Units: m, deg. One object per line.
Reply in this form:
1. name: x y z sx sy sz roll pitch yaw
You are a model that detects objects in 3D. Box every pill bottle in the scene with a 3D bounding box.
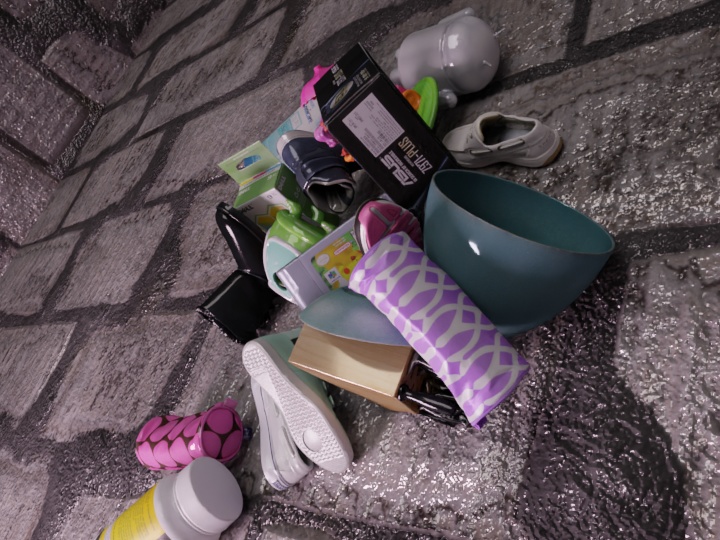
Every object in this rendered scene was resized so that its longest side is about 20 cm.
1. pill bottle: -0.260 0.349 0.854 0.200 0.114 0.115 -42 37 13

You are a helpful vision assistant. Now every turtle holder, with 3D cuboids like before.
1. turtle holder: -0.060 -0.011 0.952 0.133 0.184 0.141 -62 1 8

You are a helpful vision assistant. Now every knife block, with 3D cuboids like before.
1. knife block: 0.032 0.109 0.705 0.065 0.198 0.175 -66 10 -18

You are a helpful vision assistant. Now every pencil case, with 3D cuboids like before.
1. pencil case: 0.070 0.053 0.613 0.200 0.084 0.086 48 122 16
2. pencil case: -0.259 0.251 0.960 0.198 0.090 0.095 -18 56 39

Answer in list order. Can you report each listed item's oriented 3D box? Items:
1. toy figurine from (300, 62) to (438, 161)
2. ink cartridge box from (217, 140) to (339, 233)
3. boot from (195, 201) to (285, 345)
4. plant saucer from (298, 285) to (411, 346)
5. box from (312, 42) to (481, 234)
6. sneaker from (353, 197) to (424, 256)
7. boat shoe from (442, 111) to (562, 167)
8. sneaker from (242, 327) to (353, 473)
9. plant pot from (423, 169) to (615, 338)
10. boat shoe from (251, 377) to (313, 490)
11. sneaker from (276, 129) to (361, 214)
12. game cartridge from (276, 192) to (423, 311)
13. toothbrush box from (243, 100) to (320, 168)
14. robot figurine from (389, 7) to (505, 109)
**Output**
1. toy figurine: -0.003 -0.220 0.935 0.150 0.182 0.203 164 120 -67
2. ink cartridge box: -0.137 -0.109 1.039 0.103 0.200 0.060 -18 44 35
3. boot: -0.199 0.012 1.015 0.163 0.198 0.073 -51 33 -11
4. plant saucer: 0.028 0.046 0.743 0.200 0.199 0.039 15 100 51
5. box: 0.041 -0.164 0.790 0.086 0.200 0.164 -39 29 14
6. sneaker: 0.030 -0.037 0.747 0.087 0.200 0.074 38 91 30
7. boat shoe: 0.182 -0.190 0.880 0.199 0.069 0.071 11 69 51
8. sneaker: -0.052 0.156 0.824 0.201 0.118 0.074 51 125 15
9. plant pot: 0.151 -0.007 0.686 0.200 0.198 0.136 53 133 52
10. boat shoe: -0.099 0.193 0.863 0.065 0.073 0.202 -31 51 17
11. sneaker: -0.019 -0.156 1.008 0.147 0.200 0.077 56 140 35
12. game cartridge: 0.000 0.000 0.860 0.199 0.134 0.041 -35 8 11
13. toothbrush box: -0.121 -0.215 1.210 0.199 0.085 0.147 -38 39 15
14. robot figurine: 0.139 -0.336 1.012 0.199 0.112 0.172 4 79 48
